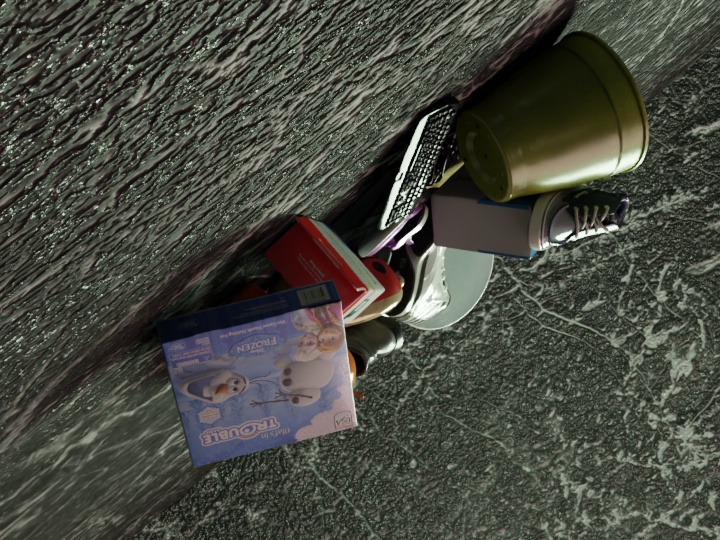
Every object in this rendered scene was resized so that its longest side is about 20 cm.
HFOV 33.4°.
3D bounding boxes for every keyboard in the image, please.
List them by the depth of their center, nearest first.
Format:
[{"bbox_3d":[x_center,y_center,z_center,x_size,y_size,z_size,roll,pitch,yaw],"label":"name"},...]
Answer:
[{"bbox_3d":[0.085,-0.127,1.464,0.104,0.040,0.200,-37,160,-38],"label":"keyboard"}]

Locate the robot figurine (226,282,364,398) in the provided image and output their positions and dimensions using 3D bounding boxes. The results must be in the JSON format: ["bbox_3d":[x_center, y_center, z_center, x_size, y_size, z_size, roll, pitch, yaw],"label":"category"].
[{"bbox_3d":[-0.089,0.108,1.480,0.144,0.200,0.117,-48,-178,1],"label":"robot figurine"}]

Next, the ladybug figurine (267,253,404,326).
[{"bbox_3d":[-0.035,0.025,1.609,0.200,0.072,0.136,-13,-155,-21],"label":"ladybug figurine"}]

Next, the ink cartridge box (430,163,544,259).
[{"bbox_3d":[0.205,-0.101,1.685,0.200,0.144,0.084,-44,136,-52],"label":"ink cartridge box"}]

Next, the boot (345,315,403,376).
[{"bbox_3d":[-0.052,0.082,1.635,0.132,0.200,0.070,-24,120,-56],"label":"boot"}]

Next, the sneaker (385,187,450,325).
[{"bbox_3d":[0.095,-0.016,1.745,0.115,0.076,0.201,31,79,-56],"label":"sneaker"}]

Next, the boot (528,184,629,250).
[{"bbox_3d":[0.295,-0.074,1.606,0.200,0.090,0.073,-38,132,-56],"label":"boot"}]

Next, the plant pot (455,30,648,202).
[{"bbox_3d":[0.237,-0.184,1.569,0.193,0.200,0.200,-26,169,-17],"label":"plant pot"}]

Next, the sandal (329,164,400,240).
[{"bbox_3d":[0.014,-0.074,1.570,0.200,0.043,0.076,-42,173,12],"label":"sandal"}]

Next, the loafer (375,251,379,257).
[{"bbox_3d":[-0.020,0.021,1.869,0.200,0.068,0.076,-53,-144,-4],"label":"loafer"}]

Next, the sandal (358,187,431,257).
[{"bbox_3d":[0.061,-0.062,1.612,0.082,0.050,0.203,-41,-177,33],"label":"sandal"}]

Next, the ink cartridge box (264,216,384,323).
[{"bbox_3d":[-0.043,0.002,1.430,0.067,0.116,0.200,-42,173,6],"label":"ink cartridge box"}]

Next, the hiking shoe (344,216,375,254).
[{"bbox_3d":[0.000,0.000,1.724,0.076,0.101,0.200,-36,171,-37],"label":"hiking shoe"}]

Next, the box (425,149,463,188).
[{"bbox_3d":[0.111,-0.140,1.770,0.163,0.021,0.200,-39,174,-9],"label":"box"}]

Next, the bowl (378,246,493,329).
[{"bbox_3d":[0.098,-0.017,1.831,0.201,0.201,0.090,-38,-149,-18],"label":"bowl"}]

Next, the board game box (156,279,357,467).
[{"bbox_3d":[-0.112,0.120,1.354,0.200,0.043,0.199,-14,130,-8],"label":"board game box"}]
